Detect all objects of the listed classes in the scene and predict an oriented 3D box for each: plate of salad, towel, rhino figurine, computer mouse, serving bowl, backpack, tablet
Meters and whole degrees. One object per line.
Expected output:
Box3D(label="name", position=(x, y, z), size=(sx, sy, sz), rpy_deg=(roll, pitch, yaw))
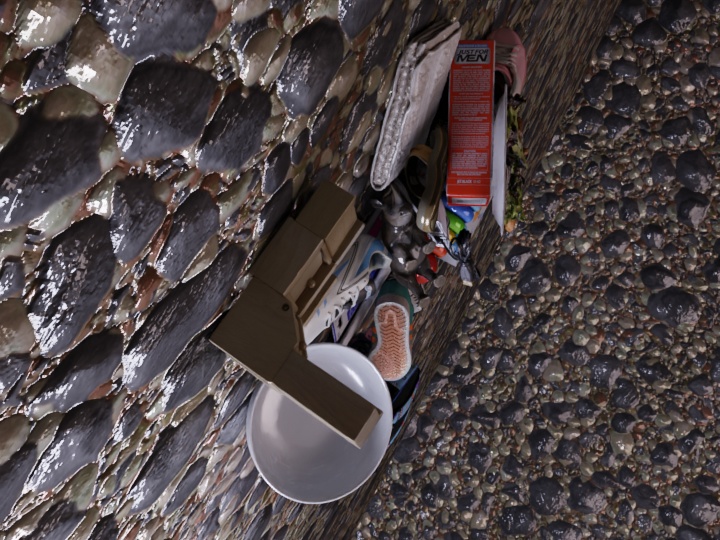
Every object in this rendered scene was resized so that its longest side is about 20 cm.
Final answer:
Box3D(label="plate of salad", position=(0.202, -0.148, 1.019), size=(0.200, 0.047, 0.203), rpy_deg=(2, 90, -79))
Box3D(label="towel", position=(0.070, -0.209, 0.953), size=(0.133, 0.034, 0.202), rpy_deg=(-47, 159, -47))
Box3D(label="rhino figurine", position=(0.059, -0.042, 1.017), size=(0.059, 0.088, 0.201), rpy_deg=(-31, 139, -9))
Box3D(label="computer mouse", position=(0.102, -0.072, 1.014), size=(0.044, 0.201, 0.110), rpy_deg=(-33, 143, 0))
Box3D(label="serving bowl", position=(-0.059, 0.192, 0.978), size=(0.202, 0.199, 0.066), rpy_deg=(-59, -157, -14))
Box3D(label="backpack", position=(0.026, 0.250, 1.433), size=(0.200, 0.133, 0.184), rpy_deg=(-48, 160, -45))
Box3D(label="tablet", position=(0.019, 0.037, 1.184), size=(0.202, 0.014, 0.130), rpy_deg=(-62, 176, 22))

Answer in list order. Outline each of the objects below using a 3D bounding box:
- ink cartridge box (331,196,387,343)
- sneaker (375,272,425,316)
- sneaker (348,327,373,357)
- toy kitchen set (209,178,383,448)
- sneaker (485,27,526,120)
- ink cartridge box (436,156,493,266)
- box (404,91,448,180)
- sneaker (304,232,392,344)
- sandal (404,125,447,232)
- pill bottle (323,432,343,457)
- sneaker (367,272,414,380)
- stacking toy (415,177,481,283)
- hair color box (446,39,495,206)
Box3D(label="ink cartridge box", position=(0.000, 0.000, 1.081), size=(0.201, 0.037, 0.095), rpy_deg=(-61, 167, -20))
Box3D(label="sneaker", position=(0.081, 0.026, 1.272), size=(0.074, 0.079, 0.200), rpy_deg=(-59, 176, -14))
Box3D(label="sneaker", position=(-0.003, 0.133, 1.240), size=(0.082, 0.070, 0.200), rpy_deg=(-55, 176, 12))
Box3D(label="toy kitchen set", position=(-0.018, 0.054, 0.806), size=(0.201, 0.179, 0.163), rpy_deg=(-55, 166, -12))
Box3D(label="sneaker", position=(0.213, -0.302, 1.138), size=(0.105, 0.074, 0.203), rpy_deg=(77, 23, -68))
Box3D(label="ink cartridge box", position=(0.172, -0.121, 1.232), size=(0.202, 0.067, 0.115), rpy_deg=(-62, 167, -9))
Box3D(label="box", position=(0.116, -0.160, 1.189), size=(0.202, 0.044, 0.160), rpy_deg=(-62, 166, -7))
Box3D(label="sneaker", position=(-0.026, 0.028, 0.961), size=(0.201, 0.072, 0.072), rpy_deg=(-52, 165, -34))
Box3D(label="sandal", position=(0.080, -0.122, 0.958), size=(0.201, 0.053, 0.081), rpy_deg=(-74, 169, -50))
Box3D(label="pill bottle", position=(-0.064, 0.239, 1.128), size=(0.114, 0.112, 0.200), rpy_deg=(-59, 166, -12))
Box3D(label="sneaker", position=(0.052, 0.089, 1.171), size=(0.202, 0.070, 0.081), rpy_deg=(95, 7, -46))
Box3D(label="stacking toy", position=(0.124, -0.072, 1.131), size=(0.202, 0.085, 0.085), rpy_deg=(-60, 166, 1))
Box3D(label="hair color box", position=(0.148, -0.194, 1.024), size=(0.111, 0.063, 0.203), rpy_deg=(19, 74, -82))
